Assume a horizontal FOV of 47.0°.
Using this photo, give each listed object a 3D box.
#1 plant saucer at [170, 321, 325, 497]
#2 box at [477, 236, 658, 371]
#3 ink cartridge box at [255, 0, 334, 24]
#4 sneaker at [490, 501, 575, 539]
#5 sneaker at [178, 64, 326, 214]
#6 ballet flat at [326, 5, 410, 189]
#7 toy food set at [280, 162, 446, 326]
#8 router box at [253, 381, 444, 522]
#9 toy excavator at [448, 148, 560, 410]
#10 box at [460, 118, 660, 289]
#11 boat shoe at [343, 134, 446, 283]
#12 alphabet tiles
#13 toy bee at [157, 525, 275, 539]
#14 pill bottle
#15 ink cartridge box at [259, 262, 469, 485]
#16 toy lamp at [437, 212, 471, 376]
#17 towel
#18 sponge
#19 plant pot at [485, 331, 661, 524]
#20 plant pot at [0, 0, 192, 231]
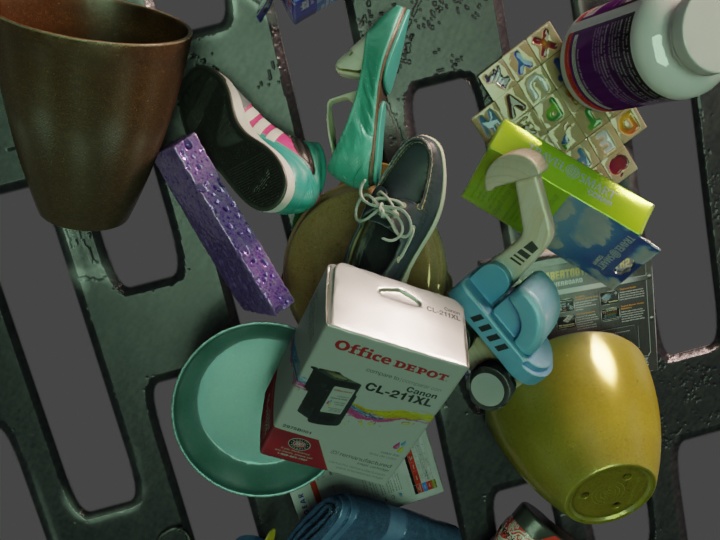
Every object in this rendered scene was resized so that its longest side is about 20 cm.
[{"bbox_3d":[-0.108,0.150,0.915,0.196,0.036,0.204,-1,102,-6],"label":"plant saucer"},{"bbox_3d":[0.243,0.053,0.973,0.196,0.048,0.161,-10,103,-4],"label":"box"},{"bbox_3d":[-0.025,-0.316,0.814,0.198,0.137,0.077,-28,99,1],"label":"ink cartridge box"},{"bbox_3d":[0.241,0.391,1.044,0.201,0.067,0.108,41,97,-9],"label":"sneaker"},{"bbox_3d":[-0.103,-0.132,0.879,0.084,0.120,0.201,-45,64,18],"label":"sneaker"},{"bbox_3d":[0.002,-0.188,0.870,0.069,0.067,0.204,10,84,6],"label":"ballet flat"},{"bbox_3d":[0.000,0.000,0.902,0.197,0.049,0.202,-35,78,18],"label":"toy food set"},{"bbox_3d":[-0.012,0.191,0.978,0.176,0.049,0.203,-17,104,-1],"label":"router box"},{"bbox_3d":[0.154,0.008,0.834,0.200,0.100,0.195,-43,83,30],"label":"toy excavator"},{"bbox_3d":[0.212,-0.067,0.877,0.198,0.122,0.048,32,69,4],"label":"box"},{"bbox_3d":[0.026,-0.043,0.831,0.074,0.062,0.203,29,99,28],"label":"boat shoe"},{"bbox_3d":[0.226,-0.167,0.941,0.165,0.006,0.201,-36,104,3],"label":"alphabet tiles"},{"bbox_3d":[-0.141,0.375,0.979,0.196,0.109,0.133,-9,106,-4],"label":"toy bee"},{"bbox_3d":[0.292,-0.223,0.829,0.110,0.200,0.115,-2,96,-15],"label":"pill bottle"},{"bbox_3d":[-0.001,0.107,0.811,0.143,0.084,0.201,17,130,-13],"label":"ink cartridge box"},{"bbox_3d":[0.100,0.024,0.949,0.057,0.058,0.203,-18,103,-1],"label":"toy lamp"},{"bbox_3d":[0.019,0.316,0.970,0.198,0.049,0.112,26,117,-31],"label":"towel"},{"bbox_3d":[-0.148,-0.045,0.878,0.030,0.111,0.202,-35,106,-22],"label":"sponge"},{"bbox_3d":[0.253,0.190,0.921,0.196,0.143,0.203,-6,129,-7],"label":"plant pot"},{"bbox_3d":[-0.268,-0.150,0.820,0.183,0.188,0.203,8,116,-8],"label":"plant pot"}]
